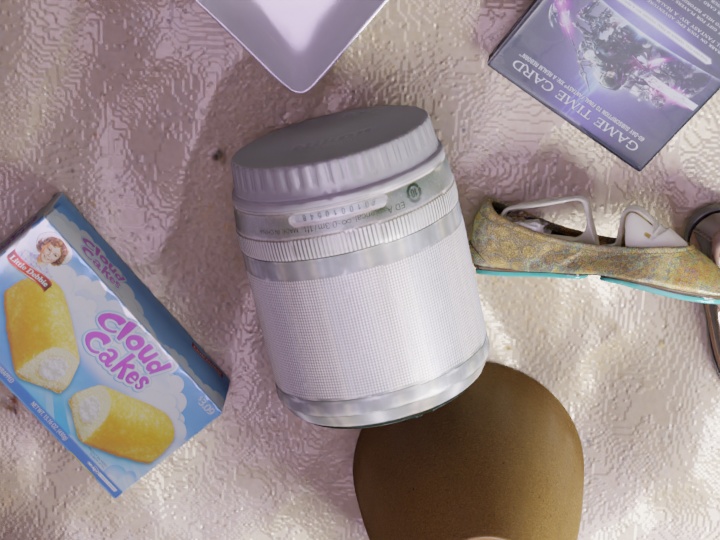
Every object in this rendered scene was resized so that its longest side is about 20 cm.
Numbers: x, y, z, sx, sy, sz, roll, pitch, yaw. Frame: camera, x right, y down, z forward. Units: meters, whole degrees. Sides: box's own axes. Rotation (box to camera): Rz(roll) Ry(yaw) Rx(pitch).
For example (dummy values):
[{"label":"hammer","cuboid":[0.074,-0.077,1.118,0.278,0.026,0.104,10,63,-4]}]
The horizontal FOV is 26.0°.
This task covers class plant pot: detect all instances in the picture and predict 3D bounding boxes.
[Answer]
[{"label":"plant pot","cuboid":[0.086,0.189,1.153,0.184,0.200,0.188,0,107,0]}]

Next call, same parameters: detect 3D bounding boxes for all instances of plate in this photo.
[{"label":"plate","cuboid":[-0.048,-0.260,1.089,0.199,0.032,0.200,41,100,-13]}]

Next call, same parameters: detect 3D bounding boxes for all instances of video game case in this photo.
[{"label":"video game case","cuboid":[0.201,-0.175,1.088,0.142,0.019,0.200,33,129,-9]}]

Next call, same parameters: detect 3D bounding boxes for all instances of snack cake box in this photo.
[{"label":"snack cake box","cuboid":[-0.206,0.057,1.182,0.115,0.067,0.200,-38,104,13]}]

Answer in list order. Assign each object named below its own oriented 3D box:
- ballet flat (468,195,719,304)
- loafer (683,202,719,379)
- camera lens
[{"label":"ballet flat","cuboid":[0.175,-0.019,1.135,0.198,0.071,0.071,8,109,19]},{"label":"loafer","cuboid":[0.296,0.048,1.174,0.071,0.063,0.201,-24,106,7]},{"label":"camera lens","cuboid":[0.000,0.000,1.111,0.158,0.160,0.202,-12,108,5]}]
